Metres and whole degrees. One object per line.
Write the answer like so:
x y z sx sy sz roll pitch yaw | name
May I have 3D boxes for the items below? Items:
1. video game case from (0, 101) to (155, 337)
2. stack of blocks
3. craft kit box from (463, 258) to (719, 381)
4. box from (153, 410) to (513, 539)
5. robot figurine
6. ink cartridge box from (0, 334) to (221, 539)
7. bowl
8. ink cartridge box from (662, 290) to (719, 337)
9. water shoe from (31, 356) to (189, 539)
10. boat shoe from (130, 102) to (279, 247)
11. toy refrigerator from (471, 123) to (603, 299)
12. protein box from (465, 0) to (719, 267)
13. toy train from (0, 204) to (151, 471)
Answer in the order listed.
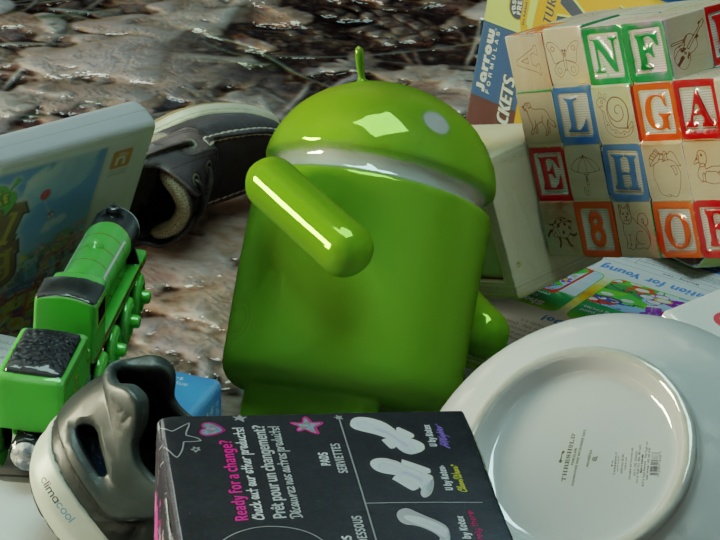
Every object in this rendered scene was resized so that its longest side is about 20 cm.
-0.198 0.015 1.221 0.200 0.182 0.022 -18 52 -39 | video game case
0.163 -0.068 1.236 0.058 0.116 0.200 -18 12 -34 | stack of blocks
0.136 0.044 1.361 0.199 0.049 0.197 18 26 30 | craft kit box
-0.015 0.164 0.888 0.114 0.201 0.132 0 24 -10 | box
0.000 0.000 1.248 0.115 0.201 0.175 4 -14 32 | robot figurine
-0.163 0.109 1.128 0.145 0.084 0.200 12 26 15 | ink cartridge box
0.099 0.094 1.064 0.200 0.090 0.202 -10 58 16 | bowl
0.241 0.084 1.170 0.145 0.084 0.200 -19 46 -38 | ink cartridge box
-0.039 0.118 1.024 0.200 0.079 0.072 39 31 -5 | water shoe
-0.118 -0.046 1.499 0.200 0.072 0.065 -13 41 -36 | boat shoe
0.032 -0.032 1.389 0.070 0.076 0.200 -24 16 -33 | toy refrigerator
0.203 -0.098 1.514 0.198 0.135 0.200 -3 20 -40 | protein box
-0.126 0.026 1.148 0.042 0.057 0.200 6 24 4 | toy train
